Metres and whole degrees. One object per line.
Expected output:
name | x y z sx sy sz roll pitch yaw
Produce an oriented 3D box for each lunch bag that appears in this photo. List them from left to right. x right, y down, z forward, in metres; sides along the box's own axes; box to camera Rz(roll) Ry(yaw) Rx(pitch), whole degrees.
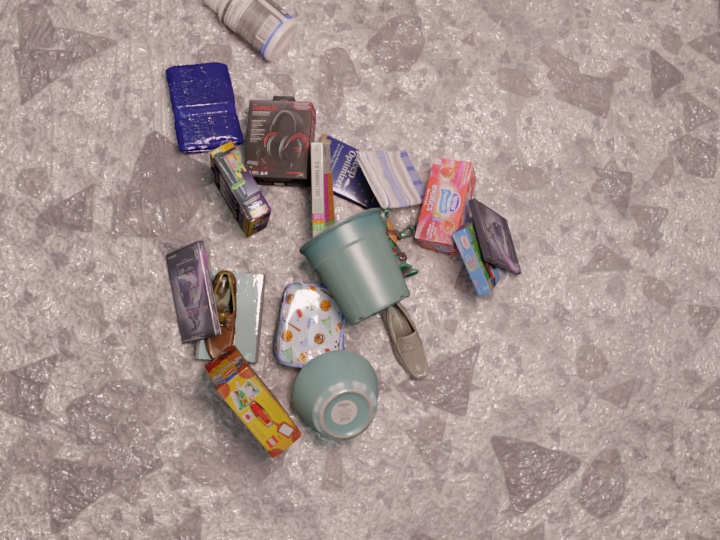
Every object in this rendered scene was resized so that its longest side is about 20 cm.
lunch bag | -0.109 0.130 1.449 0.159 0.076 0.202 9 83 -14

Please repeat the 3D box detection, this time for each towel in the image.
towel | -0.358 -0.371 1.473 0.147 0.050 0.202 -10 85 -18
towel | 0.079 -0.213 1.476 0.199 0.024 0.148 -14 75 -53

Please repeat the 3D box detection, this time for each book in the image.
book | -0.086 -0.179 1.429 0.048 0.134 0.202 0 99 3

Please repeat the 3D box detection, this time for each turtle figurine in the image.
turtle figurine | 0.076 -0.086 1.496 0.149 0.100 0.201 7 63 -52

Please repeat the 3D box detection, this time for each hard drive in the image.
hard drive | -0.289 0.103 1.438 0.138 0.033 0.202 5 83 -10

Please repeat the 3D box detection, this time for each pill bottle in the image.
pill bottle | -0.254 -0.590 1.479 0.200 0.114 0.114 39 79 -4

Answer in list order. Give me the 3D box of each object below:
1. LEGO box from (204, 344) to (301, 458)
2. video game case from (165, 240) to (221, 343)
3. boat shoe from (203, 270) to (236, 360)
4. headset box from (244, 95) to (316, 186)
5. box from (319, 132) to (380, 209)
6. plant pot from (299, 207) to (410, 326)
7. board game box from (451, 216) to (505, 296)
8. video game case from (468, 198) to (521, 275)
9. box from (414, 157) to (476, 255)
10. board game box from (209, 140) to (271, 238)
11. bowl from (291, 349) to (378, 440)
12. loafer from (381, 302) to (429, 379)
LEGO box | -0.225 0.270 1.341 0.077 0.149 0.201 -38 114 -11
video game case | -0.361 0.049 1.383 0.019 0.142 0.202 -6 83 -45
boat shoe | -0.303 0.100 1.384 0.071 0.068 0.202 1 85 -12
headset box | -0.181 -0.299 1.467 0.147 0.075 0.202 4 83 4
box | -0.023 -0.228 1.525 0.199 0.032 0.122 24 80 -8
plant pot | 0.000 0.000 1.383 0.199 0.200 0.197 -27 85 -12
board game box | 0.280 -0.044 1.481 0.036 0.200 0.152 -22 97 28
video game case | 0.313 -0.074 1.484 0.019 0.200 0.144 -21 69 27
box | 0.202 -0.149 1.508 0.094 0.103 0.202 12 80 18
board game box | -0.260 -0.169 1.389 0.056 0.200 0.166 -32 91 -13
bowl | -0.042 0.286 1.391 0.199 0.105 0.202 -6 110 -16
loafer | 0.104 0.159 1.485 0.070 0.070 0.201 -27 89 -12
